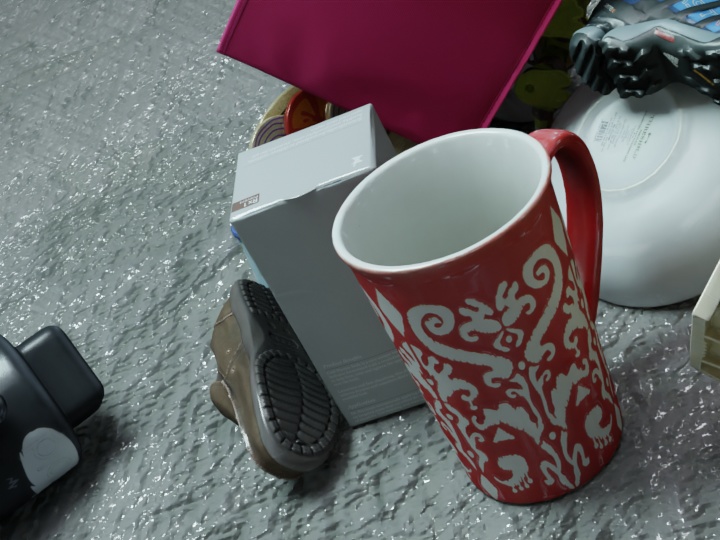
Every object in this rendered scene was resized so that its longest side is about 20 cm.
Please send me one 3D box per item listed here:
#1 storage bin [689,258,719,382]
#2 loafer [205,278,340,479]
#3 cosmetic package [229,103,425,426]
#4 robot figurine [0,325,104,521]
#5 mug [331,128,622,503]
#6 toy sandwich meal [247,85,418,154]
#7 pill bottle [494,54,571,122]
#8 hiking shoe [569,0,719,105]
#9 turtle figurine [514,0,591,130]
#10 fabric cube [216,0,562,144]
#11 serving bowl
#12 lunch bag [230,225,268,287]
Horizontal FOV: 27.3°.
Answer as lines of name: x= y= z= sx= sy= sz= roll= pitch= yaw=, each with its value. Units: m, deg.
storage bin: x=0.263 y=-0.028 z=0.796 sx=0.093 sy=0.199 sz=0.201 roll=27 pitch=85 yaw=15
loafer: x=-0.068 y=0.088 z=1.070 sx=0.071 sy=0.073 sz=0.200 roll=-54 pitch=26 yaw=21
cosmetic package: x=0.000 y=0.000 z=1.006 sx=0.106 sy=0.201 sz=0.090 roll=-17 pitch=33 yaw=13
robot figurine: x=-0.290 y=0.125 z=1.106 sx=0.199 sy=0.151 sz=0.125 roll=-36 pitch=49 yaw=-16
mug: x=0.100 y=0.024 z=0.901 sx=0.177 sy=0.201 sz=0.133 roll=-29 pitch=31 yaw=-7
toy sandwich meal: x=0.012 y=-0.062 z=1.105 sx=0.205 sy=0.206 sz=0.070 roll=-36 pitch=2 yaw=-15
pill bottle: x=0.082 y=-0.198 z=1.316 sx=0.111 sy=0.112 sz=0.199 roll=-43 pitch=36 yaw=-25
hiking shoe: x=0.236 y=-0.154 z=0.959 sx=0.199 sy=0.075 sz=0.087 roll=15 pitch=64 yaw=27
turtle figurine: x=0.162 y=-0.188 z=1.155 sx=0.064 sy=0.201 sz=0.161 roll=28 pitch=20 yaw=10
fabric cube: x=0.037 y=-0.237 z=1.069 sx=0.201 sy=0.198 sz=0.197 roll=-78 pitch=13 yaw=-53
serving bowl: x=0.199 y=-0.079 z=1.027 sx=0.199 sy=0.066 sz=0.202 roll=-22 pitch=53 yaw=32
lunch bag: x=-0.015 y=-0.078 z=1.247 sx=0.159 sy=0.083 sz=0.201 roll=-9 pitch=37 yaw=20
